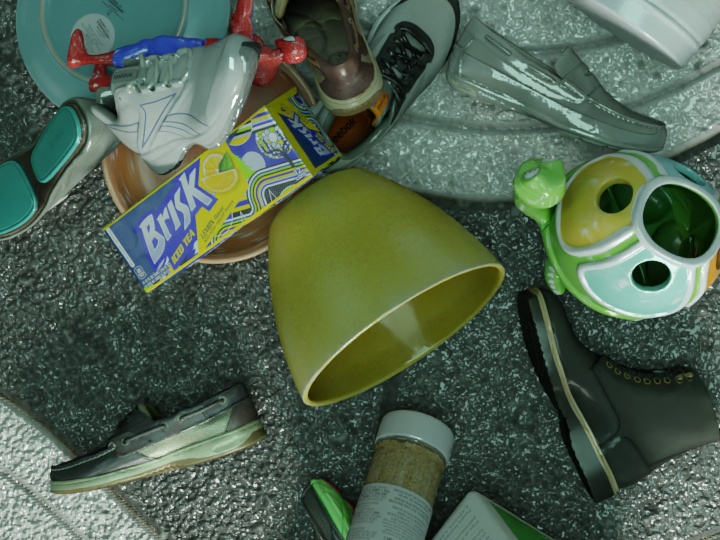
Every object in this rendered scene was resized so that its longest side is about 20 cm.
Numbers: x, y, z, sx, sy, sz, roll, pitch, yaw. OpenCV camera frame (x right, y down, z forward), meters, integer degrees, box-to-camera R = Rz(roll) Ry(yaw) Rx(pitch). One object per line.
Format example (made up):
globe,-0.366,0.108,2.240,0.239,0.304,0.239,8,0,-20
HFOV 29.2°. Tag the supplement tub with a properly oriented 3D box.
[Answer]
supplement tub,0.269,-0.282,1.130,0.132,0.132,0.200,33,98,-1

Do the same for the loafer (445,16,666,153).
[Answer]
loafer,0.172,-0.156,1.181,0.199,0.070,0.070,21,104,0

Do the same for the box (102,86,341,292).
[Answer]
box,-0.116,-0.064,1.137,0.200,0.064,0.070,-33,94,30

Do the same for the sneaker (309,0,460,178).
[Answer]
sneaker,0.023,-0.158,1.169,0.074,0.079,0.200,40,80,-15

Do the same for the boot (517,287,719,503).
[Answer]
boot,0.229,0.087,1.213,0.138,0.077,0.201,-23,106,0

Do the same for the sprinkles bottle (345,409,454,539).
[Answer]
sprinkles bottle,0.024,0.220,1.182,0.068,0.068,0.201,19,59,0

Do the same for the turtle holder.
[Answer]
turtle holder,0.221,-0.045,1.140,0.141,0.132,0.186,-42,95,-15

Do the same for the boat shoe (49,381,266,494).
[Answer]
boat shoe,-0.186,0.150,1.240,0.200,0.072,0.066,-16,86,4

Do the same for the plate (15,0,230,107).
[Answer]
plate,-0.210,-0.225,1.190,0.199,0.026,0.201,-1,86,12

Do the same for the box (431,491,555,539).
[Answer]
box,0.132,0.337,1.162,0.199,0.171,0.200,34,98,-25

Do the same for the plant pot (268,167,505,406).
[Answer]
plant pot,0.000,0.000,1.163,0.200,0.200,0.142,-36,73,6

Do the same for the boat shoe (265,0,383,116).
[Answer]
boat shoe,-0.041,-0.218,1.137,0.072,0.072,0.201,-25,56,5

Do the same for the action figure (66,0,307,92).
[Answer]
action figure,-0.131,-0.197,1.122,0.199,0.065,0.099,4,69,21

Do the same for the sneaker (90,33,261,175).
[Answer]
sneaker,-0.146,-0.134,1.071,0.087,0.200,0.075,30,59,-24

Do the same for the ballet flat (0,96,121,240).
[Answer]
ballet flat,-0.270,-0.084,1.205,0.200,0.064,0.068,-35,73,38

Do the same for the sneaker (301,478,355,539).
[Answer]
sneaker,-0.025,0.287,1.241,0.083,0.077,0.201,-13,95,0

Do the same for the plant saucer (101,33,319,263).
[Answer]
plant saucer,-0.128,-0.108,1.218,0.199,0.037,0.201,0,96,2
